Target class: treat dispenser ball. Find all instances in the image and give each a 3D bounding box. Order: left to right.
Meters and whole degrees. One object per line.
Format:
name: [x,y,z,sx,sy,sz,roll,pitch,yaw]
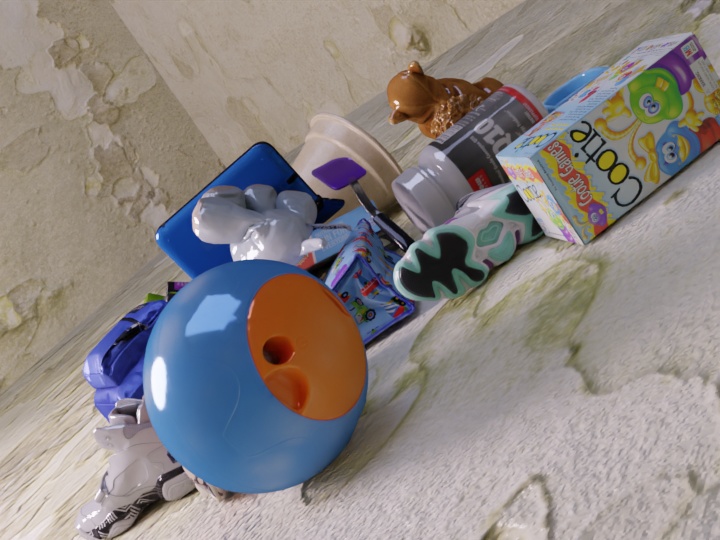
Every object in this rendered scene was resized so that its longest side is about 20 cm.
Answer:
treat dispenser ball: [-0.091,0.092,0.931,0.200,0.202,0.201,-34,12,8]

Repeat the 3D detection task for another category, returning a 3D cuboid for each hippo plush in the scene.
hippo plush: [-0.110,-0.003,1.259,0.197,0.163,0.159,16,21,18]

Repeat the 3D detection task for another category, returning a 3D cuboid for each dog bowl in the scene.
dog bowl: [0.299,-0.219,1.381,0.111,0.050,0.200,-36,11,2]

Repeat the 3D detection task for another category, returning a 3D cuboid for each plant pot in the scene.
plant pot: [-0.054,-0.116,1.705,0.184,0.200,0.200,-51,16,-16]

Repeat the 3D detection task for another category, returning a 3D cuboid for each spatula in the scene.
spatula: [0.013,-0.082,1.329,0.056,0.200,0.021,-30,-31,-20]

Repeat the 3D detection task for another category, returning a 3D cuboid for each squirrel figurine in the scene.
squirrel figurine: [0.133,-0.227,1.516,0.143,0.185,0.200,-62,31,11]

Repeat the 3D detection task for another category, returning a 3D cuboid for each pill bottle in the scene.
pill bottle: [0.145,-0.133,1.333,0.199,0.115,0.114,-39,12,-10]

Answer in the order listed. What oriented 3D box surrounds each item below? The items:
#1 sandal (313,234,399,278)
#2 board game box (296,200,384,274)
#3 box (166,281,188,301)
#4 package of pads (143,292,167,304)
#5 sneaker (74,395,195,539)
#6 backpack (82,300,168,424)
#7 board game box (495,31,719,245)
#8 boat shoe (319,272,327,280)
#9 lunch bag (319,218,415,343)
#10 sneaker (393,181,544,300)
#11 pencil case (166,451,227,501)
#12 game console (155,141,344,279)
sandal: [0.000,0.000,1.382,0.079,0.058,0.201,-24,-4,-28]
board game box: [-0.036,-0.033,1.446,0.151,0.041,0.200,-27,-4,1]
box: [-0.174,0.042,1.492,0.196,0.037,0.143,2,7,-11]
package of pads: [-0.294,0.130,1.513,0.200,0.067,0.157,-123,44,-78]
sneaker: [-0.259,0.211,1.160,0.198,0.116,0.075,-31,12,23]
backpack: [-0.229,0.114,1.323,0.200,0.169,0.162,-44,20,-25]
board game box: [0.252,-0.129,1.043,0.199,0.104,0.105,-37,12,-5]
boat shoe: [-0.095,0.055,1.382,0.199,0.077,0.072,-29,14,33]
lunch bag: [-0.034,0.058,1.232,0.200,0.094,0.151,-46,11,14]
sneaker: [0.114,-0.034,1.160,0.198,0.079,0.140,-28,9,-8]
pencil case: [-0.100,0.140,1.070,0.200,0.078,0.090,-42,-10,-25]
game console: [-0.142,-0.067,1.394,0.199,0.171,0.119,-38,22,14]
